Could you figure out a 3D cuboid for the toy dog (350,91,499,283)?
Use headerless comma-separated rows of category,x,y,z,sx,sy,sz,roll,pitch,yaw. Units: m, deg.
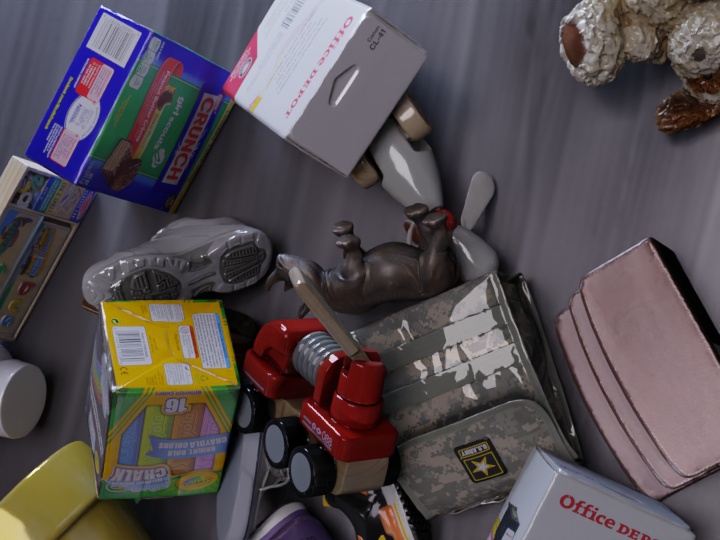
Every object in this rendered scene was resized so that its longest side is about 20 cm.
toy dog,0.063,-0.076,1.376,0.131,0.096,0.201,-16,92,16

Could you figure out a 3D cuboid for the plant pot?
plant pot,-0.283,0.308,1.401,0.189,0.201,0.201,41,99,7

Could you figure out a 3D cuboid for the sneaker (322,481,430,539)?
sneaker,-0.007,0.191,1.363,0.090,0.070,0.201,-26,75,15

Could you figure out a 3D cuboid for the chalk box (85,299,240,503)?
chalk box,-0.197,0.141,1.360,0.125,0.123,0.201,-110,26,-44

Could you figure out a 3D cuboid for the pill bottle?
pill bottle,-0.448,0.123,1.527,0.199,0.112,0.113,10,87,22

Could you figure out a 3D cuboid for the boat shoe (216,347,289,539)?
boat shoe,-0.087,0.181,1.384,0.086,0.075,0.203,17,59,-17

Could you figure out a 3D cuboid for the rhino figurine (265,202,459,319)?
rhino figurine,0.000,0.000,1.317,0.199,0.060,0.088,-12,116,17

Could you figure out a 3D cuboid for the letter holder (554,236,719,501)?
letter holder,0.258,0.096,1.255,0.142,0.100,0.201,-31,73,17

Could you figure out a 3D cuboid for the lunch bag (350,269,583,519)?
lunch bag,0.102,0.122,1.306,0.163,0.118,0.201,-23,81,19

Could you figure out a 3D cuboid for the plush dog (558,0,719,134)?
plush dog,0.309,-0.225,1.277,0.172,0.160,0.200,49,130,6

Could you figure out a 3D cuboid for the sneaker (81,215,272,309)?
sneaker,-0.196,-0.007,1.428,0.099,0.199,0.078,39,136,50

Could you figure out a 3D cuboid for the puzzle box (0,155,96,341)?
puzzle box,-0.374,-0.019,1.506,0.025,0.133,0.201,32,96,23

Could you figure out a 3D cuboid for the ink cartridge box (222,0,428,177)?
ink cartridge box,-0.040,-0.195,1.370,0.148,0.085,0.200,-56,33,6

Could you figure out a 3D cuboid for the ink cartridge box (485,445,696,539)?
ink cartridge box,0.181,0.278,1.233,0.145,0.083,0.201,25,96,-10

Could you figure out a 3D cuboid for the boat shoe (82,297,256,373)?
boat shoe,-0.206,0.064,1.459,0.199,0.076,0.074,16,103,24

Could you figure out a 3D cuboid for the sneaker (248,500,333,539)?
sneaker,-0.107,0.322,1.356,0.200,0.076,0.088,-44,58,-4

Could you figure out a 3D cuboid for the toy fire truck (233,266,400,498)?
toy fire truck,-0.041,0.082,1.253,0.176,0.128,0.201,39,123,49

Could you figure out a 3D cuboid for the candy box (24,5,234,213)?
candy box,-0.226,-0.157,1.428,0.077,0.200,0.170,30,95,21
